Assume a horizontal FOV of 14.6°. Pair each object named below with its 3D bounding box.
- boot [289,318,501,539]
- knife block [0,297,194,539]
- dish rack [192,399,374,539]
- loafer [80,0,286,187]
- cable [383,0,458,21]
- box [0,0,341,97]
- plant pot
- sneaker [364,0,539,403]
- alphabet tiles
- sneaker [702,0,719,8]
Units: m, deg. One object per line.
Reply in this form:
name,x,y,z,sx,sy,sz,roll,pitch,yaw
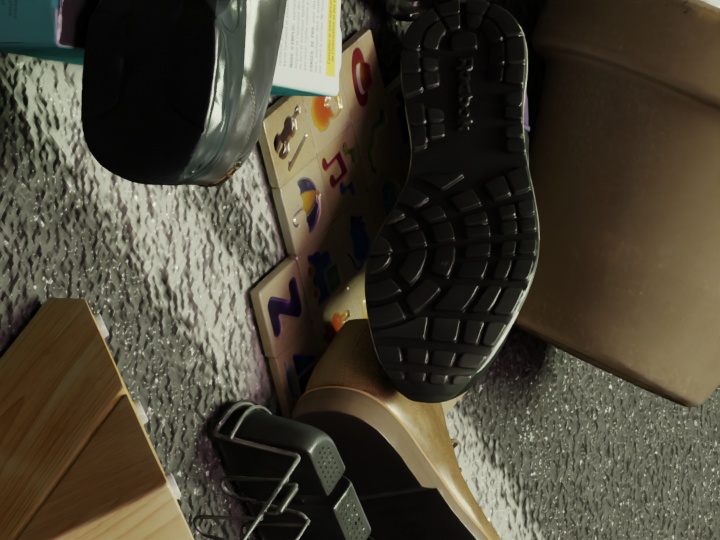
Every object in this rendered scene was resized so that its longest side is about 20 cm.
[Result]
boot,0.034,0.103,1.295,0.200,0.073,0.076,61,34,-38
knife block,-0.148,0.112,1.029,0.200,0.175,0.064,-122,-171,-55
dish rack,-0.051,0.173,1.186,0.200,0.054,0.154,-55,136,-38
loafer,-0.056,-0.130,1.050,0.072,0.072,0.201,11,92,-67
cable,0.023,-0.158,1.248,0.050,0.097,0.200,59,20,15
box,-0.078,-0.119,1.120,0.200,0.049,0.083,6,87,-59
plant pot,0.152,-0.034,1.401,0.200,0.200,0.175,28,87,-56
sneaker,0.051,-0.018,1.281,0.088,0.075,0.201,76,20,-57
alphabet tiles,0.000,0.000,1.298,0.167,0.008,0.201,-44,128,-48
sneaker,0.186,-0.191,1.491,0.089,0.075,0.200,57,32,-25
